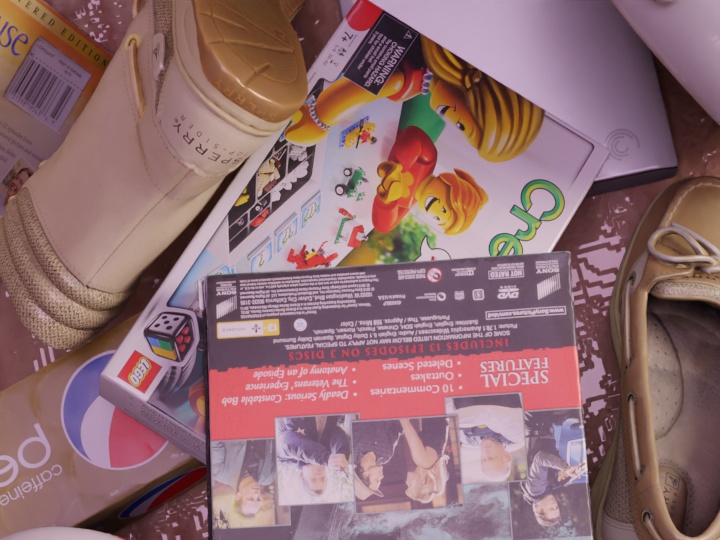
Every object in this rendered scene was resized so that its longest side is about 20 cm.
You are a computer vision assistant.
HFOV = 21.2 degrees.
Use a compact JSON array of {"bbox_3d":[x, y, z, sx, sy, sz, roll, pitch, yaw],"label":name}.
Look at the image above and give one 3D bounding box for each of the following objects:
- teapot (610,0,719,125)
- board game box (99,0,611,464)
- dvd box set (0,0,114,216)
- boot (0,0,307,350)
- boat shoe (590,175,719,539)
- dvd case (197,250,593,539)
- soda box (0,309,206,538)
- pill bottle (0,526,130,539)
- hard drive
[{"bbox_3d":[0.176,-0.144,0.760,0.146,0.197,0.200,-40,36,20],"label":"teapot"},{"bbox_3d":[0.000,0.000,0.785,0.126,0.035,0.200,31,71,3],"label":"board game box"},{"bbox_3d":[-0.199,-0.038,0.800,0.029,0.146,0.201,27,86,32],"label":"dvd box set"},{"bbox_3d":[-0.091,-0.068,0.819,0.073,0.200,0.156,31,114,-24],"label":"boot"},{"bbox_3d":[0.136,0.037,0.777,0.073,0.063,0.201,22,57,-2],"label":"boat shoe"},{"bbox_3d":[0.015,0.094,0.714,0.145,0.022,0.201,-4,71,3],"label":"dvd case"},{"bbox_3d":[-0.125,0.081,0.816,0.199,0.064,0.068,-30,78,-1],"label":"soda box"},{"bbox_3d":[-0.107,0.155,0.730,0.112,0.200,0.113,-1,78,4],"label":"pill bottle"},{"bbox_3d":[0.056,-0.126,0.863,0.131,0.026,0.201,-12,78,2],"label":"hard drive"}]
